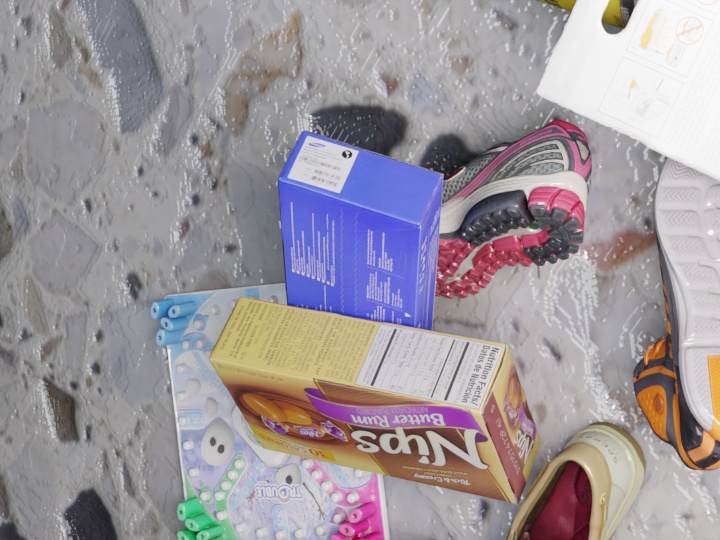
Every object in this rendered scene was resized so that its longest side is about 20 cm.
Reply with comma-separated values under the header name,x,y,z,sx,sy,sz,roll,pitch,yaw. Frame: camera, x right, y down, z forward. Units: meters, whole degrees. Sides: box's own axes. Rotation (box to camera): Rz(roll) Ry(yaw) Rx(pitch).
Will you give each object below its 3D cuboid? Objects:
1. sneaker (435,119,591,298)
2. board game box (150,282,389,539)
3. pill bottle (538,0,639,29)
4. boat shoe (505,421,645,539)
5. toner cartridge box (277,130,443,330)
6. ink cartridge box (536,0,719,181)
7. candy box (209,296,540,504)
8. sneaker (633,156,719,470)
name,x,y,z,sx,sy,sz,roll,pitch,yaw
sneaker,0.077,-0.036,0.983,0.199,0.080,0.076,-16,49,47
board game box,-0.074,0.113,1.136,0.198,0.026,0.203,-6,92,37
pill bottle,0.110,-0.220,0.892,0.198,0.112,0.114,23,109,25
boat shoe,0.118,0.192,0.974,0.074,0.066,0.202,28,111,31
toner cartridge box,0.000,0.000,0.969,0.094,0.043,0.201,20,148,12
ink cartridge box,0.218,-0.130,0.822,0.198,0.050,0.164,25,112,3
candy box,0.011,0.086,0.993,0.198,0.117,0.057,11,57,26
sneaker,0.196,0.022,0.889,0.112,0.076,0.203,109,168,-65
